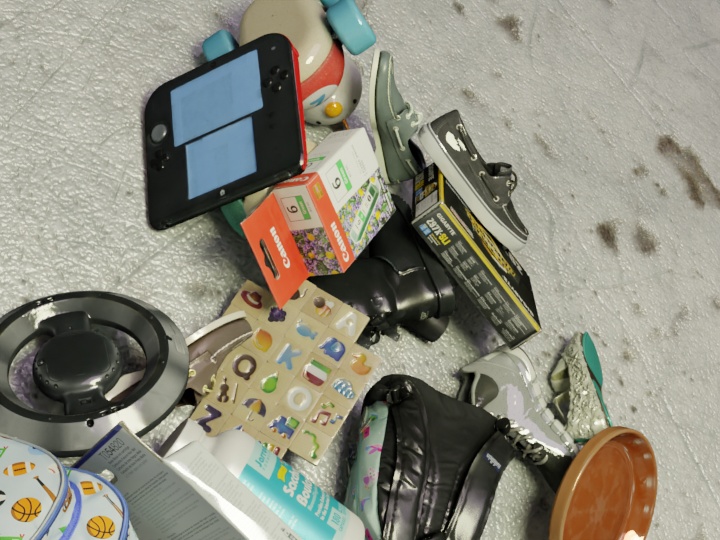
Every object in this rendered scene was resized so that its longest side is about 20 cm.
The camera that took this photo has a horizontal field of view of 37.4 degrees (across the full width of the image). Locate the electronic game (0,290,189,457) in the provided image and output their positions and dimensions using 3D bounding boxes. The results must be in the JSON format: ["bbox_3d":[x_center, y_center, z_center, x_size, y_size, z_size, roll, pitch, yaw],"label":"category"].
[{"bbox_3d":[-0.255,0.088,0.961,0.200,0.042,0.200,3,41,-3],"label":"electronic game"}]

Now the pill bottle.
[{"bbox_3d":[-0.102,0.224,0.989,0.200,0.111,0.111,39,49,-10],"label":"pill bottle"}]

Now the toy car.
[{"bbox_3d":[-0.051,-0.225,1.268,0.200,0.184,0.177,48,14,-44],"label":"toy car"}]

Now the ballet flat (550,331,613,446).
[{"bbox_3d":[0.266,0.143,1.308,0.072,0.072,0.200,34,26,-14],"label":"ballet flat"}]

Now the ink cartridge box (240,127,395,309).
[{"bbox_3d":[-0.039,-0.058,1.125,0.200,0.050,0.109,-51,127,-47],"label":"ink cartridge box"}]

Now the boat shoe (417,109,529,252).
[{"bbox_3d":[0.151,-0.110,1.270,0.200,0.066,0.070,50,18,-17],"label":"boat shoe"}]

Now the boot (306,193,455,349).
[{"bbox_3d":[0.000,0.000,1.209,0.162,0.073,0.198,-14,52,-18],"label":"boot"}]

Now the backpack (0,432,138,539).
[{"bbox_3d":[-0.267,0.222,0.818,0.190,0.154,0.200,14,50,14],"label":"backpack"}]

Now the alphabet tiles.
[{"bbox_3d":[-0.082,0.102,1.088,0.166,0.006,0.200,30,65,7],"label":"alphabet tiles"}]

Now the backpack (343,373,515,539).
[{"bbox_3d":[0.059,0.226,1.088,0.167,0.127,0.200,21,53,-11],"label":"backpack"}]

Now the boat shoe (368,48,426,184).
[{"bbox_3d":[0.046,-0.183,1.274,0.062,0.200,0.073,1,49,9],"label":"boat shoe"}]

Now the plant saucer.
[{"bbox_3d":[0.273,0.274,1.208,0.200,0.032,0.200,-13,110,-43],"label":"plant saucer"}]

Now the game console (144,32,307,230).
[{"bbox_3d":[-0.147,-0.149,1.129,0.031,0.200,0.177,35,42,-51],"label":"game console"}]

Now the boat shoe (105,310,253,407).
[{"bbox_3d":[-0.178,0.109,1.025,0.200,0.072,0.060,-34,80,-33],"label":"boat shoe"}]

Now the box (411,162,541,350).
[{"bbox_3d":[0.136,-0.023,1.264,0.200,0.049,0.160,51,15,-16],"label":"box"}]

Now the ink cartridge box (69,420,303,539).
[{"bbox_3d":[-0.155,0.215,0.899,0.200,0.200,0.041,44,47,-7],"label":"ink cartridge box"}]

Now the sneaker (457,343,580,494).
[{"bbox_3d":[0.171,0.190,1.232,0.115,0.075,0.200,-17,69,-29],"label":"sneaker"}]

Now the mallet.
[{"bbox_3d":[0.102,0.008,1.307,0.066,0.041,0.200,40,45,-6],"label":"mallet"}]

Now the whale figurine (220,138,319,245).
[{"bbox_3d":[-0.082,-0.099,1.205,0.200,0.104,0.159,-26,107,-54],"label":"whale figurine"}]
